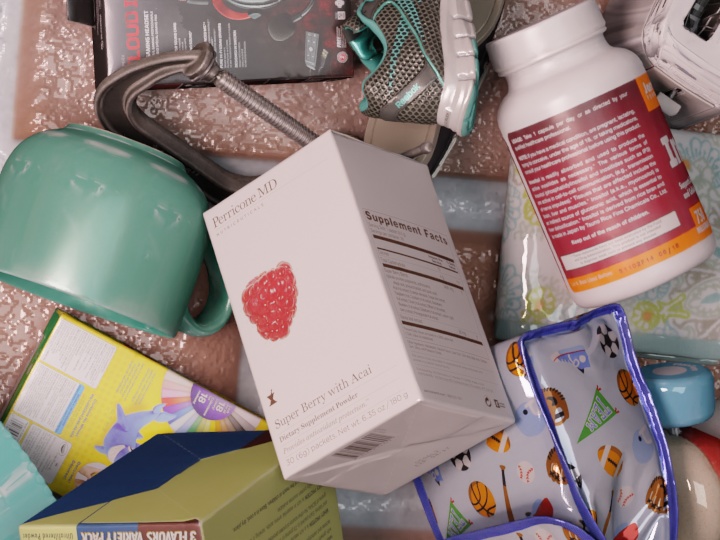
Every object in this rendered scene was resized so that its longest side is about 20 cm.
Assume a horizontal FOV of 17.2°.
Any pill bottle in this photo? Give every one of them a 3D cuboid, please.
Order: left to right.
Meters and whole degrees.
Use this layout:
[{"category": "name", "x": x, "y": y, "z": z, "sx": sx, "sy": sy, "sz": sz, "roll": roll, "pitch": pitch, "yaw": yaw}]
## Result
[{"category": "pill bottle", "x": 0.166, "y": -0.084, "z": 1.684, "sx": 0.112, "sy": 0.113, "sz": 0.201, "roll": -25, "pitch": 95, "yaw": -12}]

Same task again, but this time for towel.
[{"category": "towel", "x": 0.201, "y": -0.022, "z": 1.774, "sx": 0.198, "sy": 0.048, "sz": 0.173, "roll": 6, "pitch": 87, "yaw": -13}]

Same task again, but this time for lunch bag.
[{"category": "lunch bag", "x": 0.125, "y": 0.147, "z": 1.641, "sx": 0.123, "sy": 0.170, "sz": 0.202, "roll": -17, "pitch": 86, "yaw": -37}]

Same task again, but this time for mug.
[{"category": "mug", "x": -0.174, "y": -0.029, "z": 1.641, "sx": 0.151, "sy": 0.185, "sz": 0.115, "roll": 17, "pitch": 84, "yaw": 19}]

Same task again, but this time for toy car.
[{"category": "toy car", "x": 0.243, "y": 0.144, "z": 1.752, "sx": 0.199, "sy": 0.176, "sz": 0.186, "roll": -14, "pitch": 104, "yaw": -41}]

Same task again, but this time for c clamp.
[{"category": "c clamp", "x": -0.077, "y": -0.101, "z": 1.642, "sx": 0.199, "sy": 0.170, "sz": 0.027, "roll": 29, "pitch": 51, "yaw": -28}]

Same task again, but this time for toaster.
[{"category": "toaster", "x": 0.260, "y": -0.200, "z": 1.741, "sx": 0.113, "sy": 0.129, "sz": 0.201, "roll": 33, "pitch": 84, "yaw": -13}]

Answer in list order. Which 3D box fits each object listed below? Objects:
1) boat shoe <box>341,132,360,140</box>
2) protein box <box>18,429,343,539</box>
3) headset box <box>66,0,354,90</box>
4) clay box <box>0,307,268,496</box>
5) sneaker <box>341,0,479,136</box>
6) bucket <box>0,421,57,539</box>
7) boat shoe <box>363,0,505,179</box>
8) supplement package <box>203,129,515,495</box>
[{"category": "boat shoe", "x": 0.000, "y": 0.000, "z": 1.710, "sx": 0.071, "sy": 0.072, "sz": 0.202, "roll": -5, "pitch": 91, "yaw": -14}, {"category": "protein box", "x": -0.105, "y": 0.230, "z": 1.565, "sx": 0.134, "sy": 0.198, "sz": 0.202, "roll": -4, "pitch": 102, "yaw": 24}, {"category": "headset box", "x": -0.111, "y": -0.204, "z": 1.679, "sx": 0.198, "sy": 0.075, "sz": 0.150, "roll": -3, "pitch": 93, "yaw": -14}, {"category": "clay box", "x": -0.154, "y": 0.124, "z": 1.688, "sx": 0.199, "sy": 0.048, "sz": 0.116, "roll": 29, "pitch": 87, "yaw": -14}, {"category": "sneaker", "x": 0.031, "y": -0.182, "z": 1.662, "sx": 0.090, "sy": 0.078, "sz": 0.201, "roll": -1, "pitch": 52, "yaw": -4}, {"category": "bucket", "x": -0.293, "y": 0.174, "z": 1.577, "sx": 0.134, "sy": 0.207, "sz": 0.208, "roll": -36, "pitch": 99, "yaw": -26}, {"category": "boat shoe", "x": 0.057, "y": -0.147, "z": 1.737, "sx": 0.072, "sy": 0.063, "sz": 0.201, "roll": 17, "pitch": 72, "yaw": 19}, {"category": "supplement package", "x": -0.003, "y": 0.030, "z": 1.582, "sx": 0.121, "sy": 0.119, "sz": 0.201, "roll": -32, "pitch": 64, "yaw": 27}]
